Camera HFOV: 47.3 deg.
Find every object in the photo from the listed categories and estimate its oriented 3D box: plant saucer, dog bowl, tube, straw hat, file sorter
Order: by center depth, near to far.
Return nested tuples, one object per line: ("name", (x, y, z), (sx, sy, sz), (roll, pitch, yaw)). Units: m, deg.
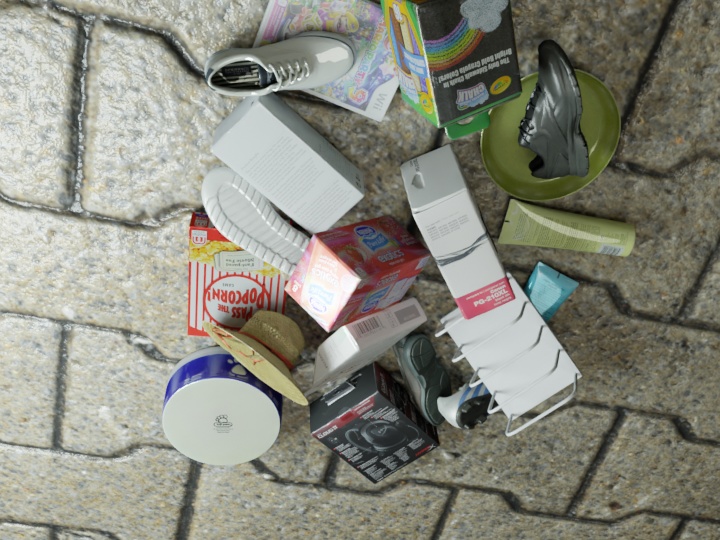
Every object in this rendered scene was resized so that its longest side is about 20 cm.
("plant saucer", (0.265, -0.193, 1.160), (0.198, 0.031, 0.202), (-2, 123, -3))
("straw hat", (-0.134, 0.107, 1.235), (0.201, 0.200, 0.085), (48, 69, -28))
("tube", (0.313, -0.061, 1.245), (0.198, 0.052, 0.059), (7, 82, -5))
("file sorter", (0.227, 0.132, 1.267), (0.138, 0.124, 0.201), (-36, 90, 18))
("tube", (0.267, 0.083, 1.337), (0.077, 0.051, 0.201), (24, 114, -16))
("dog bowl", (-0.229, 0.229, 1.376), (0.198, 0.079, 0.202), (-2, 124, -3))

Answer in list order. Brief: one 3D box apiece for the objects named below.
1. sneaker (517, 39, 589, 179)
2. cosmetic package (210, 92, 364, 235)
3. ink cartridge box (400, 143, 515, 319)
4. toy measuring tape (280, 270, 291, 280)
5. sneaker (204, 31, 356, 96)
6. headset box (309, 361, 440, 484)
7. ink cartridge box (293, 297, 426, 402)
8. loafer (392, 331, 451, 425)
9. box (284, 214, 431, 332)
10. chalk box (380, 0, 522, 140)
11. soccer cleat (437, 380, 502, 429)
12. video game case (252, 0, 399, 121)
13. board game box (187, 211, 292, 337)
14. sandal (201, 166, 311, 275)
("sneaker", (0.250, -0.204, 1.093), (0.090, 0.076, 0.202), (-11, 122, 10))
("cosmetic package", (-0.098, -0.149, 1.139), (0.101, 0.072, 0.200), (-39, 118, 21))
("ink cartridge box", (0.138, -0.056, 1.172), (0.084, 0.145, 0.201), (-23, 122, 10))
("toy measuring tape", (-0.037, 0.042, 1.260), (0.198, 0.074, 0.074), (11, 123, -26))
("sneaker", (-0.101, -0.253, 1.048), (0.198, 0.071, 0.074), (-10, 124, 3))
("headset box", (0.018, 0.260, 1.411), (0.148, 0.078, 0.200), (-35, 121, 19))
("ink cartridge box", (-0.011, 0.123, 1.281), (0.200, 0.160, 0.050), (-40, 76, 44))
("loafer", (0.102, 0.175, 1.385), (0.072, 0.063, 0.201), (-39, 129, -26))
("box", (0.000, 0.000, 1.164), (0.095, 0.199, 0.103), (42, 120, 18))
("chalk box", (0.117, -0.267, 1.032), (0.124, 0.124, 0.202), (-22, 124, -10))
("soccer cleat", (0.219, 0.207, 1.398), (0.198, 0.086, 0.071), (-15, 111, -29))
("video game case", (-0.033, -0.295, 1.079), (0.198, 0.018, 0.144), (18, 120, -16))
("board game box", (-0.186, 0.013, 1.255), (0.150, 0.046, 0.202), (4, 123, -6))
("sandal", (-0.144, -0.063, 1.166), (0.082, 0.050, 0.203), (-45, 102, 6))
